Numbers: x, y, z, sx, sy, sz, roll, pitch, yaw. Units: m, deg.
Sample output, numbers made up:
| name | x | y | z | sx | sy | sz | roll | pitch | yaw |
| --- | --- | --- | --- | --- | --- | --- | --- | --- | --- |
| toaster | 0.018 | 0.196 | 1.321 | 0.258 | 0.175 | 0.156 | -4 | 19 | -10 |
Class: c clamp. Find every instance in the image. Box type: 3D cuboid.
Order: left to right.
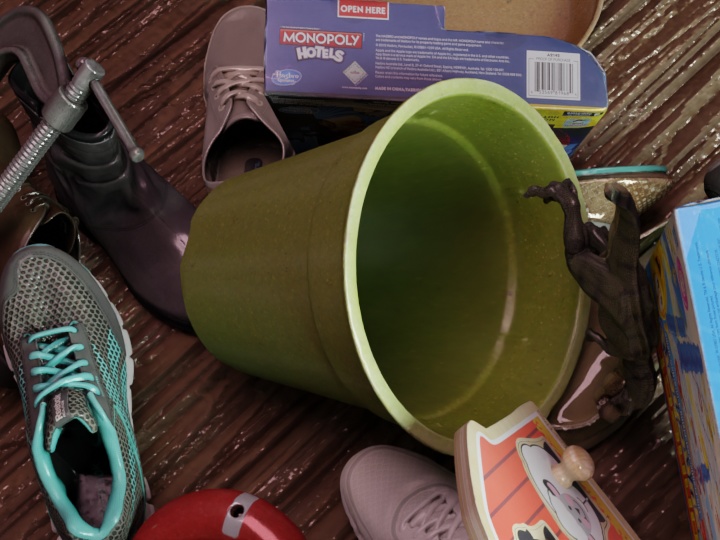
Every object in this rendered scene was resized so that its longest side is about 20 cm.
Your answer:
| name | x | y | z | sx | sy | sz | roll | pitch | yaw |
| --- | --- | --- | --- | --- | --- | --- | --- | --- | --- |
| c clamp | -0.223 | -0.072 | 1.026 | 0.200 | 0.027 | 0.172 | -43 | 54 | 27 |

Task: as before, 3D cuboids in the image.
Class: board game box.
| name | x | y | z | sx | sy | sz | roll | pitch | yaw |
| --- | --- | --- | --- | --- | --- | --- | --- | --- | --- |
| board game box | 0.032 | -0.100 | 1.034 | 0.197 | 0.200 | 0.062 | 2 | 77 | -7 |
| board game box | 0.191 | 0.078 | 0.828 | 0.055 | 0.196 | 0.202 | -10 | 80 | 4 |

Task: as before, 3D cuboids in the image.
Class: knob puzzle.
| name | x | y | z | sx | sy | sz | roll | pitch | yaw |
| --- | --- | --- | --- | --- | --- | --- | --- | --- | --- |
| knob puzzle | 0.116 | 0.149 | 0.806 | 0.030 | 0.219 | 0.221 | -39 | 52 | 21 |

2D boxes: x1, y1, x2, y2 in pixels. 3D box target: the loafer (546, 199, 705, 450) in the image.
| name | x | y | z | sx | sy | sz | roll | pitch | yaw |
| --- | --- | --- | --- | --- | --- | --- | --- | --- | --- |
| loafer | 0.155 | 0.025 | 0.989 | 0.076 | 0.068 | 0.200 | 33 | 67 | 28 |

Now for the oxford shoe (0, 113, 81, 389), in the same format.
| name | x | y | z | sx | sy | sz | roll | pitch | yaw |
| --- | --- | --- | --- | --- | --- | --- | --- | --- | --- |
| oxford shoe | -0.216 | -0.029 | 1.081 | 0.084 | 0.072 | 0.202 | -33 | 59 | 24 |

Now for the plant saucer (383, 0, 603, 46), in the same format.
| name | x | y | z | sx | sy | sz | roll | pitch | yaw |
| --- | --- | --- | --- | --- | --- | --- | --- | --- | --- |
| plant saucer | 0.072 | -0.182 | 1.168 | 0.198 | 0.036 | 0.202 | -6 | 55 | 8 |

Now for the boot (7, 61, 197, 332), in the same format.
| name | x | y | z | sx | sy | sz | roll | pitch | yaw |
| --- | --- | --- | --- | --- | --- | --- | --- | --- | --- |
| boot | -0.147 | -0.049 | 1.058 | 0.199 | 0.132 | 0.070 | 32 | 66 | 28 |

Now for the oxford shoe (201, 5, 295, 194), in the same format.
| name | x | y | z | sx | sy | sz | roll | pitch | yaw |
| --- | --- | --- | --- | --- | --- | --- | --- | --- | --- |
| oxford shoe | -0.076 | -0.111 | 1.135 | 0.074 | 0.058 | 0.202 | -7 | 53 | 8 |

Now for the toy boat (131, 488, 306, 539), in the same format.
| name | x | y | z | sx | sy | sz | roll | pitch | yaw |
| --- | --- | --- | --- | --- | --- | --- | --- | --- | --- |
| toy boat | -0.101 | 0.202 | 0.876 | 0.129 | 0.131 | 0.201 | 18 | 61 | 21 |

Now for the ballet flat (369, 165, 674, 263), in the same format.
| name | x | y | z | sx | sy | sz | roll | pitch | yaw |
| --- | --- | --- | --- | --- | --- | --- | --- | --- | --- |
| ballet flat | 0.098 | -0.029 | 1.051 | 0.197 | 0.070 | 0.066 | -3 | 81 | 12 |

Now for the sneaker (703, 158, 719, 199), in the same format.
| name | x | y | z | sx | sy | sz | roll | pitch | yaw |
| --- | --- | --- | --- | --- | --- | --- | --- | --- | --- |
| sneaker | 0.248 | 0.027 | 0.941 | 0.079 | 0.075 | 0.201 | -35 | 81 | 4 |

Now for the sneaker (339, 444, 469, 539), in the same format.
| name | x | y | z | sx | sy | sz | roll | pitch | yaw |
| --- | --- | --- | --- | --- | --- | --- | --- | --- | --- |
| sneaker | 0.061 | 0.155 | 0.911 | 0.075 | 0.081 | 0.200 | -40 | 57 | -15 |

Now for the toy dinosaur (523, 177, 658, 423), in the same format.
| name | x | y | z | sx | sy | sz | roll | pitch | yaw |
| --- | --- | --- | --- | --- | --- | --- | --- | --- | --- |
| toy dinosaur | 0.129 | -0.004 | 0.889 | 0.047 | 0.201 | 0.088 | -24 | 49 | -6 |

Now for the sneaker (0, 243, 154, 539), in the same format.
| name | x | y | z | sx | sy | sz | roll | pitch | yaw |
| --- | --- | --- | --- | --- | --- | --- | --- | --- | --- |
| sneaker | -0.163 | 0.075 | 0.962 | 0.077 | 0.091 | 0.202 | -17 | 79 | -7 |

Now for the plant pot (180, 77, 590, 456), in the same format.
| name | x | y | z | sx | sy | sz | roll | pitch | yaw |
| --- | --- | --- | --- | --- | --- | --- | --- | --- | --- |
| plant pot | 0.000 | 0.000 | 0.959 | 0.189 | 0.200 | 0.201 | -1 | 49 | 47 |
